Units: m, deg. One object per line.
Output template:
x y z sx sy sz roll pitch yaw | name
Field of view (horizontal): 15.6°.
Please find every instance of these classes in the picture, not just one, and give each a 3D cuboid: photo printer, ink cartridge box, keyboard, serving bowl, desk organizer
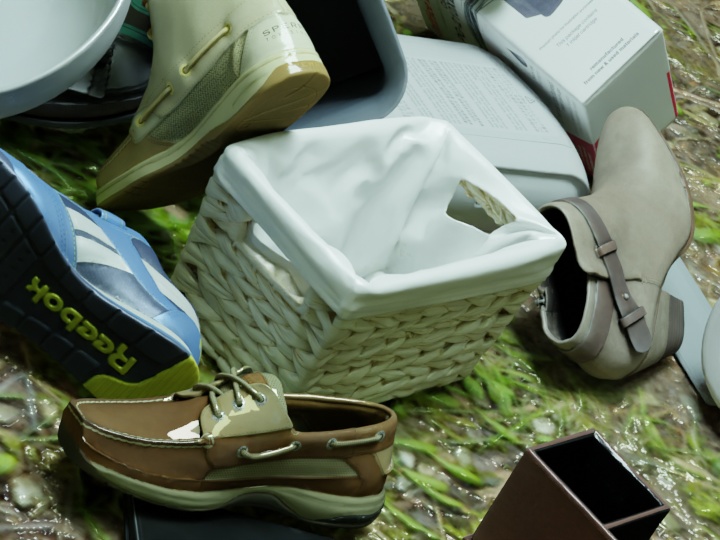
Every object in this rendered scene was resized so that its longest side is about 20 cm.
0.055 -0.095 1.819 0.199 0.070 0.167 3 38 -37 | photo printer
0.129 -0.177 1.922 0.200 0.084 0.145 44 -8 24 | ink cartridge box
-0.030 0.178 1.399 0.199 0.021 0.127 17 27 -19 | keyboard
0.222 0.027 1.841 0.056 0.011 0.200 4 39 -28 | keyboard
-0.227 -0.161 1.549 0.199 0.066 0.201 -1 57 2 | serving bowl
0.158 0.187 1.484 0.072 0.077 0.200 -11 49 -47 | desk organizer

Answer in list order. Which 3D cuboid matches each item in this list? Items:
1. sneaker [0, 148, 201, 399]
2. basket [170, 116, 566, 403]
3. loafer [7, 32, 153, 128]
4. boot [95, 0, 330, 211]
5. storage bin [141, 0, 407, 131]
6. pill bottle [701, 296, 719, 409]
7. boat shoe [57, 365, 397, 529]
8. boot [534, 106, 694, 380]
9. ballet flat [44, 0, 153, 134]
-0.167 -0.003 1.480 0.200 0.074 0.082 46 25 -12 | sneaker
0.000 0.000 1.583 0.200 0.124 0.136 -12 50 -47 | basket
-0.216 -0.136 1.620 0.199 0.063 0.072 7 56 -9 | loafer
-0.110 -0.135 1.582 0.073 0.200 0.156 -7 70 -41 | boot
-0.058 -0.179 1.678 0.134 0.145 0.201 -58 125 -79 | storage bin
0.329 0.059 1.773 0.200 0.110 0.110 6 37 -45 | pill bottle
-0.067 0.087 1.436 0.199 0.074 0.076 10 20 -33 | boat shoe
0.160 -0.025 1.741 0.146 0.070 0.201 14 61 -53 | boot
-0.152 -0.148 1.718 0.075 0.064 0.200 30 57 7 | ballet flat
